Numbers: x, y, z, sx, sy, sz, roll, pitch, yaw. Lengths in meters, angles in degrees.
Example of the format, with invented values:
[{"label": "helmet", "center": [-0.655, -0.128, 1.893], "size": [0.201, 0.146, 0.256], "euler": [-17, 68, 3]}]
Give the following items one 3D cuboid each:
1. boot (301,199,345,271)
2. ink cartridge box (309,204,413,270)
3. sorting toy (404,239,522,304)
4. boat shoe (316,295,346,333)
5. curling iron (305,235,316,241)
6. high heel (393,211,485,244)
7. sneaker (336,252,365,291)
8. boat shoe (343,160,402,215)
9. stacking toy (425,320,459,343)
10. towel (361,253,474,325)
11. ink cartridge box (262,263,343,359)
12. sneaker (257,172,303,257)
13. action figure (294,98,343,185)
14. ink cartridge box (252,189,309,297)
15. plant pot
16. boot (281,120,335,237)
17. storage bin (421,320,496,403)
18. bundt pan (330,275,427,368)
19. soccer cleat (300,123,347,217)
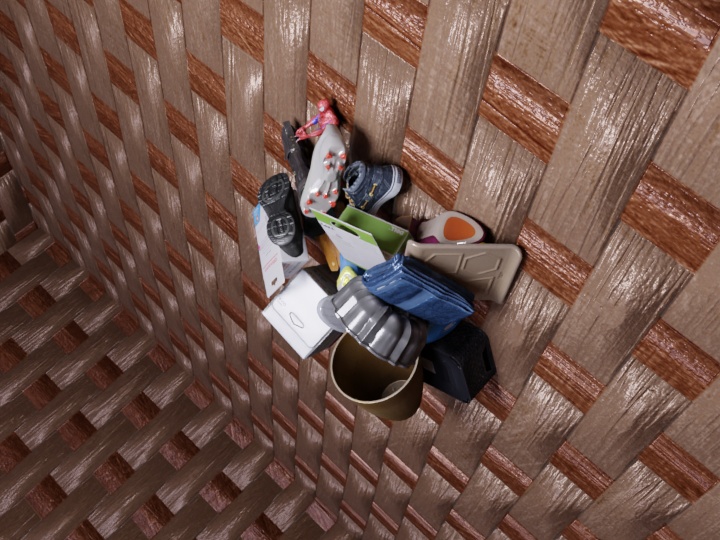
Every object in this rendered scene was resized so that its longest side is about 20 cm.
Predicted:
[{"label": "boot", "center": [-0.082, -0.069, 1.808], "size": [0.199, 0.070, 0.147], "euler": [-3, 105, 50]}, {"label": "ink cartridge box", "center": [0.014, -0.067, 1.516], "size": [0.146, 0.076, 0.200], "euler": [25, 164, 30]}, {"label": "sorting toy", "center": [0.171, -0.001, 1.477], "size": [0.196, 0.037, 0.186], "euler": [4, 149, -2]}, {"label": "boat shoe", "center": [-0.021, 0.094, 1.745], "size": [0.198, 0.073, 0.070], "euler": [18, 179, -39]}, {"label": "curling iron", "center": [-0.078, -0.059, 1.881], "size": [0.199, 0.049, 0.026], "euler": [33, 139, 36]}, {"label": "high heel", "center": [0.159, -0.062, 1.518], "size": [0.198, 0.068, 0.096], "euler": [15, 167, 44]}, {"label": "sneaker", "center": [0.000, 0.000, 1.714], "size": [0.074, 0.107, 0.200], "euler": [-1, 175, 9]}, {"label": "boat shoe", "center": [-0.002, -0.150, 1.573], "size": [0.089, 0.072, 0.200], "euler": [11, 156, -21]}, {"label": "stacking toy", "center": [0.116, 0.034, 1.657], "size": [0.201, 0.115, 0.110], "euler": [53, 153, 18]}, {"label": "towel", "center": [0.103, 0.040, 1.468], "size": [0.198, 0.049, 0.111], "euler": [26, 143, -35]}, {"label": "ink cartridge box", "center": [-0.100, 0.088, 1.893], "size": [0.145, 0.145, 0.200], "euler": [45, -166, 8]}, {"label": "sneaker", "center": [-0.157, -0.110, 1.697], "size": [0.091, 0.075, 0.203], "euler": [57, -161, -51]}, {"label": "action figure", "center": [-0.085, -0.238, 1.590], "size": [0.202, 0.097, 0.066], "euler": [90, 159, -49]}, {"label": "ink cartridge box", "center": [-0.167, -0.056, 1.777], "size": [0.115, 0.067, 0.204], "euler": [-38, 59, 58]}, {"label": "plant pot", "center": [0.055, 0.226, 1.719], "size": [0.185, 0.187, 0.201], "euler": [29, 161, 33]}, {"label": "boot", "center": [-0.112, -0.186, 1.706], "size": [0.202, 0.068, 0.176], "euler": [85, 165, -54]}, {"label": "storage bin", "center": [0.171, 0.171, 1.741], "size": [0.198, 0.094, 0.137], "euler": [22, 143, 42]}, {"label": "bundt pan", "center": [0.044, 0.083, 1.538], "size": [0.200, 0.076, 0.203], "euler": [34, -162, -13]}, {"label": "soccer cleat", "center": [-0.066, -0.181, 1.555], "size": [0.201, 0.068, 0.079], "euler": [115, 152, -47]}]
